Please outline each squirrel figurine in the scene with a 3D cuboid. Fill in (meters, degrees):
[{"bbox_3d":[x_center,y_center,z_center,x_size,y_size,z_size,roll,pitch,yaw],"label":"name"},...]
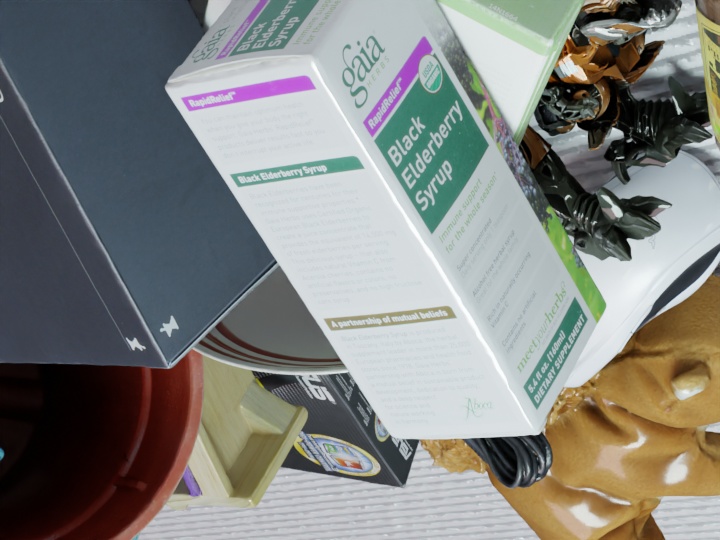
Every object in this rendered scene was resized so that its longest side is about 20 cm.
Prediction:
[{"bbox_3d":[0.128,0.059,1.266,0.200,0.142,0.187,21,150,-10],"label":"squirrel figurine"}]

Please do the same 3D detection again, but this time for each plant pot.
[{"bbox_3d":[-0.211,0.061,1.270,0.201,0.201,0.195,29,165,-21],"label":"plant pot"}]

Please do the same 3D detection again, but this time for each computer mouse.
[{"bbox_3d":[0.099,0.016,1.182,0.110,0.044,0.200,52,121,17],"label":"computer mouse"}]

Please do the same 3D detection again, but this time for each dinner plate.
[{"bbox_3d":[0.000,0.000,1.165,0.200,0.200,0.024,6,123,26],"label":"dinner plate"}]

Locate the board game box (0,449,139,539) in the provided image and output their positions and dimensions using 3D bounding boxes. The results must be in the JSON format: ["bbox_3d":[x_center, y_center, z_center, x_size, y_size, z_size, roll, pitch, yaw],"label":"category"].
[{"bbox_3d":[-0.224,0.099,1.585,0.200,0.151,0.047,30,155,-22],"label":"board game box"}]

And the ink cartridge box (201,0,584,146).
[{"bbox_3d":[0.000,-0.078,1.032,0.145,0.048,0.200,28,144,5],"label":"ink cartridge box"}]

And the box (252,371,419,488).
[{"bbox_3d":[-0.066,0.068,1.533,0.160,0.044,0.200,8,154,24],"label":"box"}]

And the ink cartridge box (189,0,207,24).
[{"bbox_3d":[-0.135,-0.179,1.061,0.200,0.043,0.198,9,155,24],"label":"ink cartridge box"}]

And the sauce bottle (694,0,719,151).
[{"bbox_3d":[0.165,-0.107,0.964,0.065,0.065,0.200,10,155,19],"label":"sauce bottle"}]

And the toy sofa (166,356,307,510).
[{"bbox_3d":[-0.118,0.043,1.397,0.097,0.083,0.200,0,131,29],"label":"toy sofa"}]

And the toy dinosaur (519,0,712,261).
[{"bbox_3d":[0.087,-0.084,1.075,0.136,0.102,0.200,41,170,-11],"label":"toy dinosaur"}]

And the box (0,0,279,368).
[{"bbox_3d":[-0.153,-0.065,1.047,0.182,0.104,0.200,1,126,45],"label":"box"}]

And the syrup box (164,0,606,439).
[{"bbox_3d":[0.014,-0.029,0.975,0.081,0.079,0.200,-5,128,38],"label":"syrup box"}]
